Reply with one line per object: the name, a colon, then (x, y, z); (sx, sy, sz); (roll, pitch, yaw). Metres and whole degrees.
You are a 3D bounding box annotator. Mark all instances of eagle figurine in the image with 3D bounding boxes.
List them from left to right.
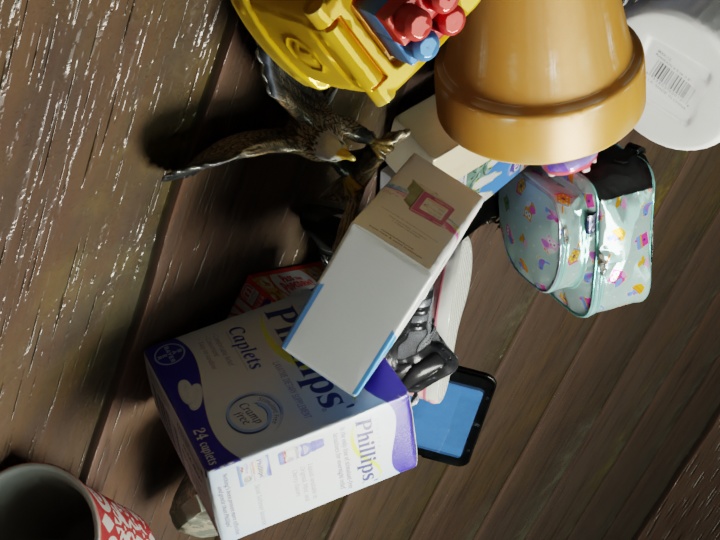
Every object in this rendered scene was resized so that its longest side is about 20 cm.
eagle figurine: (-0.057, -0.121, 1.258); (0.200, 0.151, 0.152); (21, 66, -35)

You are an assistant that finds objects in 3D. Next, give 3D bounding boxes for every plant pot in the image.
plant pot: (0.162, -0.229, 1.381); (0.200, 0.200, 0.183); (-36, 138, -27)

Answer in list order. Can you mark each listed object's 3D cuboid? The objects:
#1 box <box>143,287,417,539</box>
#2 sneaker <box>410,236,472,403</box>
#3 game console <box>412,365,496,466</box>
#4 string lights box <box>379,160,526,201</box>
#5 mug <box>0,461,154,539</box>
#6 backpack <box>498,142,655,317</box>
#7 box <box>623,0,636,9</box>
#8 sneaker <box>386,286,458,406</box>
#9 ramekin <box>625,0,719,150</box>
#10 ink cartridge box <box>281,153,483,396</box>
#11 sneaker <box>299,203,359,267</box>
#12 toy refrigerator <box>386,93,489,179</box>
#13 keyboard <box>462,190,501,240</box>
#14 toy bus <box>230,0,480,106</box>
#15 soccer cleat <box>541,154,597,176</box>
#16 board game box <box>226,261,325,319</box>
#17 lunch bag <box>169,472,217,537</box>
box: (-0.076, 0.127, 1.403); (0.200, 0.184, 0.105); (-20, 132, -15)
sneaker: (0.065, 0.048, 1.755); (0.075, 0.105, 0.200); (9, 93, -71)
game console: (0.059, 0.204, 1.916); (0.176, 0.116, 0.200); (-33, 151, -34)
string lights box: (0.108, -0.114, 1.596); (0.200, 0.059, 0.103); (-39, 153, -24)
mug: (-0.295, 0.261, 1.423); (0.200, 0.177, 0.134); (53, 42, -70)
backpack: (0.249, -0.047, 1.709); (0.153, 0.176, 0.200); (-23, 122, -15)
box: (0.268, -0.347, 1.539); (0.198, 0.050, 0.200); (-38, 153, -27)
sneaker: (0.069, 0.053, 1.676); (0.200, 0.114, 0.075); (-60, -164, -1)
ramekin: (0.367, -0.232, 1.681); (0.098, 0.200, 0.201); (-40, 156, -36)
ink cartridge box: (0.024, -0.001, 1.341); (0.145, 0.085, 0.200); (-59, 175, 27)
sneaker: (0.000, 0.000, 1.500); (0.200, 0.076, 0.088); (32, 75, -53)
toy refrigerator: (0.122, -0.159, 1.517); (0.200, 0.070, 0.076); (-33, 160, -23)
keyboard: (0.154, -0.102, 1.746); (0.200, 0.040, 0.104); (-37, 130, -24)
toy bus: (0.030, -0.222, 1.098); (0.200, 0.192, 0.136); (-47, 125, -8)
soccer cleat: (0.231, -0.170, 1.645); (0.200, 0.067, 0.077); (-61, 140, -53)
board game box: (-0.071, 0.065, 1.569); (0.200, 0.046, 0.152); (-11, 136, -55)
lunch bag: (-0.103, 0.204, 1.574); (0.200, 0.118, 0.164); (-24, 172, -26)
